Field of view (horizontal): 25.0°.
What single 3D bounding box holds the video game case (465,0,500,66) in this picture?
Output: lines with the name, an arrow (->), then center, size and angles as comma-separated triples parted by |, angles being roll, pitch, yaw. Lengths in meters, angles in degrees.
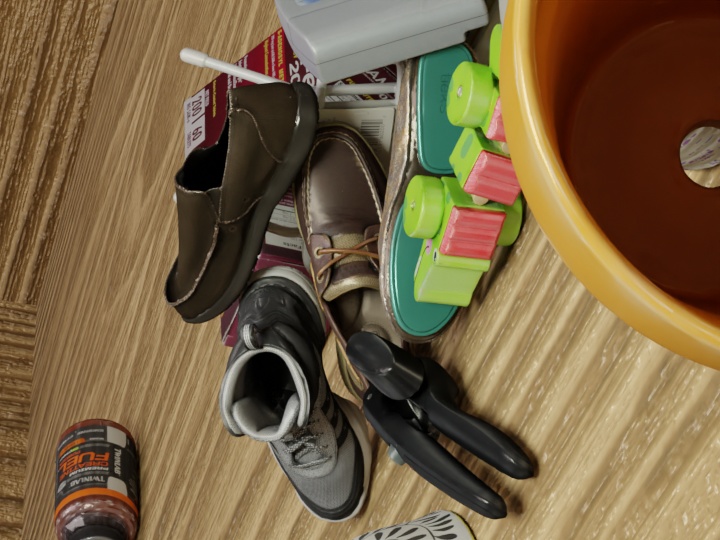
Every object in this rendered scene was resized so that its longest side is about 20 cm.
video game case -> 0.090, -0.234, 1.105 | 0.200, 0.023, 0.183 | 118, 156, -44

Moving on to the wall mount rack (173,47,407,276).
wall mount rack -> -0.039, -0.087, 1.147 | 0.075, 0.173, 0.201 | -114, 26, -53

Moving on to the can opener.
can opener -> 0.045, 0.100, 0.986 | 0.064, 0.078, 0.200 | -61, 29, 8

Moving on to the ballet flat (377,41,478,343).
ballet flat -> 0.046, -0.052, 1.066 | 0.067, 0.068, 0.201 | 177, 103, -77

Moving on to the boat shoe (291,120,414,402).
boat shoe -> 0.000, 0.000, 1.090 | 0.072, 0.072, 0.201 | -120, 20, -79

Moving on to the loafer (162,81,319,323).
loafer -> -0.097, -0.051, 1.102 | 0.201, 0.071, 0.073 | -62, 26, 29

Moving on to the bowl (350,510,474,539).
bowl -> -0.001, 0.242, 1.001 | 0.201, 0.094, 0.202 | -169, 90, -74

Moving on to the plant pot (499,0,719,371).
plant pot -> 0.141, -0.057, 0.573 | 0.183, 0.199, 0.201 | 109, 169, -83

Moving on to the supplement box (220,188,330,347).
supplement box -> -0.068, -0.036, 1.400 | 0.201, 0.085, 0.111 | -97, 24, -45

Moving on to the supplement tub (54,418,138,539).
supplement tub -> -0.335, 0.290, 2.064 | 0.200, 0.106, 0.107 | -103, 28, -51

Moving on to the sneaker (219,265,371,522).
sneaker -> -0.049, 0.106, 1.127 | 0.114, 0.075, 0.201 | -67, -36, -64

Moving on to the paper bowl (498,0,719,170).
paper bowl -> 0.135, -0.154, 0.769 | 0.201, 0.104, 0.202 | -171, 90, -74

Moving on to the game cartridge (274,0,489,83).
game cartridge -> 0.006, -0.198, 1.094 | 0.200, 0.132, 0.042 | -102, -2, -54

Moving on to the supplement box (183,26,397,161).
supplement box -> -0.054, -0.139, 1.310 | 0.200, 0.061, 0.109 | -33, 41, 26

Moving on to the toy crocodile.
toy crocodile -> 0.076, -0.059, 0.969 | 0.062, 0.067, 0.201 | -105, 30, -54
